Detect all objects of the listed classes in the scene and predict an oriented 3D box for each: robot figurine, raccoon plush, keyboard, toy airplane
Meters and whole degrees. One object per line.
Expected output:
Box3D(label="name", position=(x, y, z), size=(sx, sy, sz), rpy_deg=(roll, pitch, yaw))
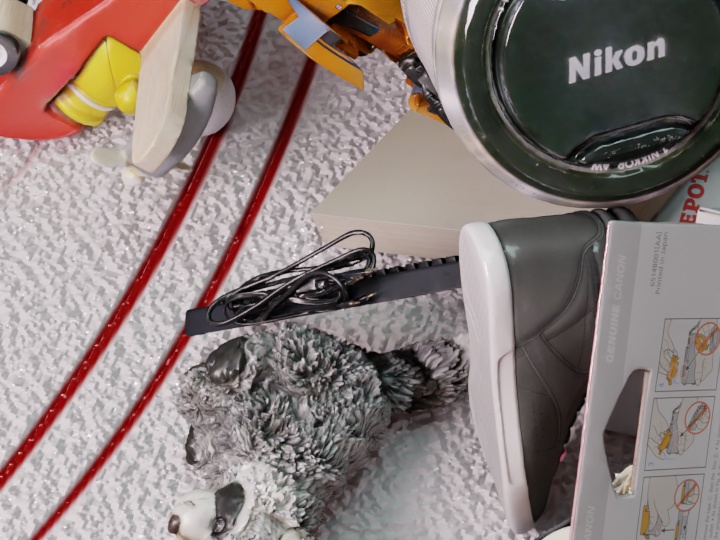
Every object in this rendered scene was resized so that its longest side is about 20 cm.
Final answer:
Box3D(label="robot figurine", position=(0.013, -0.148, 1.377), size=(0.200, 0.058, 0.145), rpy_deg=(29, 45, -35))
Box3D(label="raccoon plush", position=(-0.005, 0.098, 1.279), size=(0.200, 0.097, 0.134), rpy_deg=(-14, 60, -12))
Box3D(label="keyboard", position=(0.000, 0.000, 1.301), size=(0.200, 0.040, 0.104), rpy_deg=(-12, -1, 32))
Box3D(label="toy airplane", position=(-0.109, -0.138, 1.438), size=(0.199, 0.141, 0.200), rpy_deg=(12, 59, 52))

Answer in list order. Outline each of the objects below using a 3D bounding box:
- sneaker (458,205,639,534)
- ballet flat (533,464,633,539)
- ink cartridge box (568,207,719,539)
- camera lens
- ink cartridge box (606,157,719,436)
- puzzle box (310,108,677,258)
Box3D(label="sneaker", position=(0.105, 0.050, 1.241), size=(0.099, 0.200, 0.071), rpy_deg=(-13, 42, -8))
Box3D(label="ballet flat", position=(0.130, 0.137, 1.256), size=(0.200, 0.073, 0.073), rpy_deg=(-28, 56, -22))
Box3D(label="ink cartridge box", position=(0.162, 0.071, 1.201), size=(0.176, 0.200, 0.045), rpy_deg=(1, 10, -32))
Box3D(label="camera lens", position=(0.104, -0.130, 1.237), size=(0.160, 0.160, 0.200), rpy_deg=(-5, 22, -5))
Box3D(label="ink cartridge box", position=(0.239, 0.029, 1.336), size=(0.200, 0.083, 0.147), rpy_deg=(12, 51, 10))
Box3D(label="puzzle box", position=(0.084, -0.053, 1.384), size=(0.200, 0.025, 0.133), rpy_deg=(8, 44, 44))
